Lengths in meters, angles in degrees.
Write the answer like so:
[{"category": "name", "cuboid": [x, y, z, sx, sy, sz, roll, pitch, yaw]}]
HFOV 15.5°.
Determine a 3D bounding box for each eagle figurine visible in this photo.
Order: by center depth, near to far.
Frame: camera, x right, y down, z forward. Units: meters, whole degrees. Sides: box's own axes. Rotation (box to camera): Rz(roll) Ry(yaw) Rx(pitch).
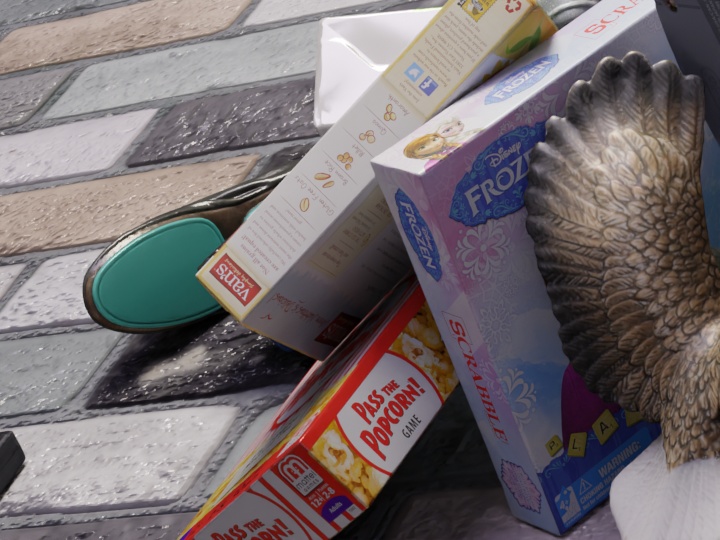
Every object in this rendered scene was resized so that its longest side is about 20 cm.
[{"category": "eagle figurine", "cuboid": [0.157, 0.015, 1.136, 0.151, 0.201, 0.151, -18, 28, 11]}]

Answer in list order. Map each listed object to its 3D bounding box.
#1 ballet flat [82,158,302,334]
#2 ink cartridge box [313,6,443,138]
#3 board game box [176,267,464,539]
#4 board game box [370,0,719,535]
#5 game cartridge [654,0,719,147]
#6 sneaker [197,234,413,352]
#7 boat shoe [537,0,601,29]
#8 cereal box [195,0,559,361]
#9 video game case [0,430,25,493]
[{"category": "ballet flat", "cuboid": [-0.083, -0.015, 1.573, 0.199, 0.068, 0.068, -23, 13, -23]}, {"category": "ink cartridge box", "cuboid": [0.054, -0.073, 1.461, 0.116, 0.200, 0.068, -4, 69, 14]}, {"category": "board game box", "cuboid": [-0.004, 0.071, 1.274, 0.151, 0.046, 0.200, -44, 5, 45]}, {"category": "board game box", "cuboid": [0.121, -0.015, 1.231, 0.200, 0.201, 0.041, -36, 29, -24]}, {"category": "game cartridge", "cuboid": [0.196, -0.073, 1.140, 0.040, 0.201, 0.133, -42, 28, -23]}, {"category": "sneaker", "cuboid": [0.000, 0.000, 1.419, 0.077, 0.085, 0.199, -45, 17, -31]}, {"category": "boat shoe", "cuboid": [0.115, -0.121, 1.495, 0.074, 0.202, 0.065, -13, 65, -1]}, {"category": "cereal box", "cuboid": [0.019, -0.047, 1.257, 0.200, 0.040, 0.144, -46, -17, 3]}, {"category": "video game case", "cuboid": [-0.303, 0.163, 1.454, 0.180, 0.026, 0.200, -9, 28, 29]}]
